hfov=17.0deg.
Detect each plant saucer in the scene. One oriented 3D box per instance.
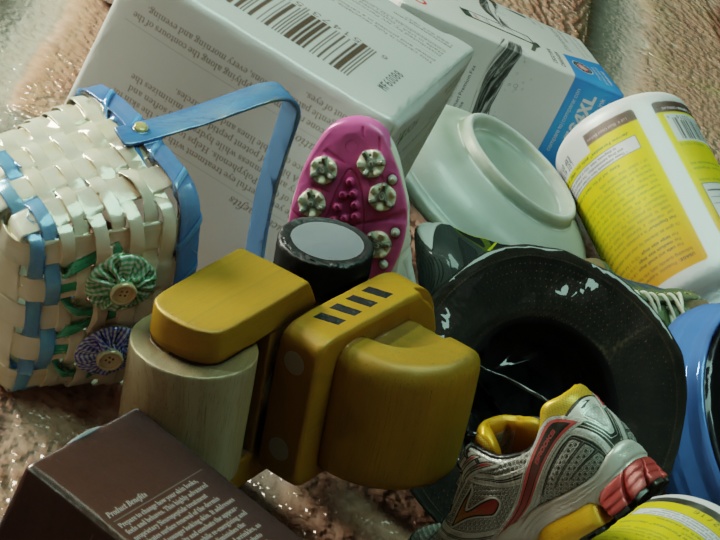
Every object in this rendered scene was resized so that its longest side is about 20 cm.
[{"bbox_3d":[0.102,-0.060,1.746,0.200,0.050,0.200,37,23,-19],"label":"plant saucer"}]

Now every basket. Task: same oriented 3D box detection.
[{"bbox_3d":[-0.133,-0.018,1.387,0.200,0.176,0.139,-22,52,-33],"label":"basket"}]

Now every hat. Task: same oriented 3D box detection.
[{"bbox_3d":[0.101,0.090,1.475,0.200,0.081,0.201,4,74,-14],"label":"hat"}]

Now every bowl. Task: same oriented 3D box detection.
[{"bbox_3d":[0.260,0.114,1.547,0.201,0.039,0.201,25,55,-40],"label":"bowl"}]

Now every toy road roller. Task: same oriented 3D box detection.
[{"bbox_3d":[-0.026,0.066,1.337,0.146,0.123,0.200,28,34,27],"label":"toy road roller"}]

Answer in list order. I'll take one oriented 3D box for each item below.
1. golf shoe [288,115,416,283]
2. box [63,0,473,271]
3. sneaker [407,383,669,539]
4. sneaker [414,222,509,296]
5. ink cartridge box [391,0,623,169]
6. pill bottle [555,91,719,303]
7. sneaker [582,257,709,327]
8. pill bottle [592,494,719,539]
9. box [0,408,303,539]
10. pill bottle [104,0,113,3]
[{"bbox_3d":[0.000,0.000,1.476,0.075,0.200,0.092,3,15,11],"label":"golf shoe"},{"bbox_3d":[-0.066,-0.105,1.586,0.199,0.171,0.200,32,25,6],"label":"box"},{"bbox_3d":[0.087,0.120,1.330,0.078,0.200,0.082,-28,84,-41],"label":"sneaker"},{"bbox_3d":[0.091,0.006,1.561,0.085,0.075,0.200,-7,-7,16],"label":"sneaker"},{"bbox_3d":[0.087,-0.163,1.892,0.200,0.084,0.146,22,19,-20],"label":"ink cartridge box"},{"bbox_3d":[0.229,-0.023,1.760,0.109,0.109,0.200,0,56,-42],"label":"pill bottle"},{"bbox_3d":[0.191,0.031,1.593,0.090,0.067,0.200,-4,-14,11],"label":"sneaker"},{"bbox_3d":[0.141,0.201,1.324,0.111,0.111,0.200,38,28,19],"label":"pill bottle"},{"bbox_3d":[-0.080,0.166,1.224,0.200,0.075,0.100,39,30,15],"label":"box"},{"bbox_3d":[-0.101,-0.238,1.846,0.200,0.112,0.112,12,32,-28],"label":"pill bottle"}]
